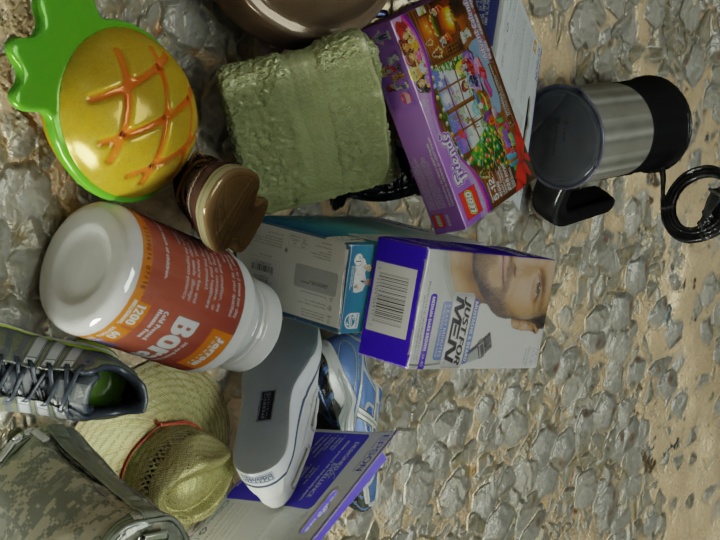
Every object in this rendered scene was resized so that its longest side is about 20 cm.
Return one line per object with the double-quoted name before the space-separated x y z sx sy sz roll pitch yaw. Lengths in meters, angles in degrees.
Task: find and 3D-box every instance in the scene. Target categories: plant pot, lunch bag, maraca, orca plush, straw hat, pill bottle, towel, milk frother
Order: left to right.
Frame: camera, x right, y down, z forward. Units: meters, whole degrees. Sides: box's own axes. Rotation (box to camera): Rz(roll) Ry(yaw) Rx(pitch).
"lunch bag" -0.222 0.230 1.158 0.139 0.200 0.168 3 106 -40
"maraca" -0.201 -0.136 1.146 0.200 0.107 0.137 46 58 -47
"pill bottle" -0.161 0.023 1.233 0.200 0.112 0.112 24 82 -48
"straw hat" -0.163 0.182 1.297 0.201 0.085 0.201 -15 111 -45
"towel" -0.046 -0.126 1.291 0.148 0.037 0.200 -16 144 -1
"plant pot" -0.019 -0.301 1.212 0.200 0.175 0.200 6 79 -33
"orca plush" 0.060 -0.117 1.471 0.200 0.071 0.105 -16 112 -45
"milk frother" 0.310 -0.121 1.655 0.188 0.200 0.181 -13 114 -45

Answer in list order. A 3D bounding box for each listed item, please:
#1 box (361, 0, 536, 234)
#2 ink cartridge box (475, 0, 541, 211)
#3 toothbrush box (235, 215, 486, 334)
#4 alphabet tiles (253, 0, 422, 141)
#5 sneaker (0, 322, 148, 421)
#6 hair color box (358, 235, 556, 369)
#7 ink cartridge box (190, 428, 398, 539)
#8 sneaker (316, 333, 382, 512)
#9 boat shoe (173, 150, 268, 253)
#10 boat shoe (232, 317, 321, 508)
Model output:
"box" 0.085 -0.150 1.344 0.137 0.039 0.200 -35 109 -47
"ink cartridge box" 0.143 -0.181 1.523 0.200 0.043 0.197 44 53 -69
"toothbrush box" 0.000 0.000 1.382 0.200 0.146 0.085 -3 104 -49
"alphabet tiles" -0.018 -0.220 1.338 0.167 0.008 0.200 0 93 -22
"sneaker" -0.254 0.084 1.169 0.200 0.081 0.074 6 96 -46
"hair color box" 0.092 0.032 1.337 0.200 0.065 0.109 3 99 -50
"ink cartridge box" -0.067 0.227 1.331 0.043 0.200 0.198 51 61 -18
"sneaker" -0.006 0.154 1.470 0.077 0.076 0.200 -29 123 -35
"boat shoe" -0.127 -0.061 1.219 0.072 0.072 0.200 -61 175 -1
"boat shoe" -0.074 0.129 1.360 0.200 0.073 0.065 -73 152 -42
